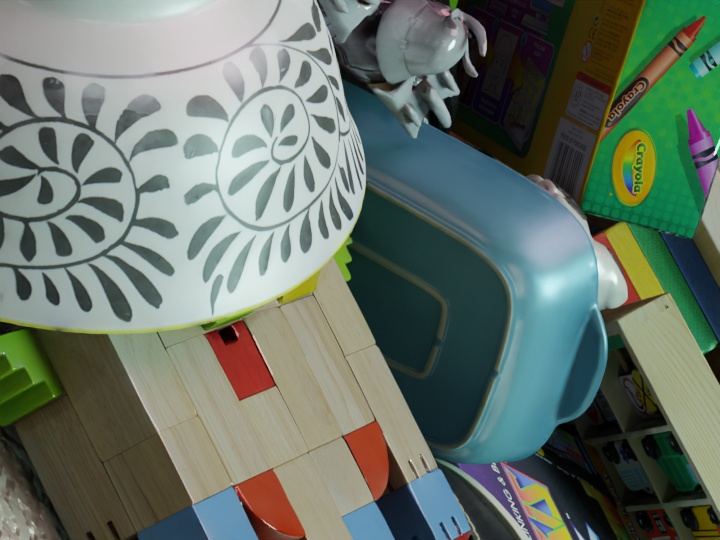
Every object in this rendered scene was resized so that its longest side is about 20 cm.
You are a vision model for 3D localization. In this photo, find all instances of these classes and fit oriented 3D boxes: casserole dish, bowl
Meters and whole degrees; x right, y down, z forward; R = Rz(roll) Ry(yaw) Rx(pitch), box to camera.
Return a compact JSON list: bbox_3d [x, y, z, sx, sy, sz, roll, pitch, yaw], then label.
[{"bbox_3d":[0.000,0.000,1.068,0.200,0.121,0.039,30,31,24],"label":"casserole dish"},{"bbox_3d":[-0.088,-0.079,0.912,0.201,0.094,0.201,9,39,-7],"label":"bowl"}]

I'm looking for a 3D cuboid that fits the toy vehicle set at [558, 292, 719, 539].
[{"bbox_3d":[0.124,0.078,1.236,0.124,0.027,0.200,62,-13,0],"label":"toy vehicle set"}]

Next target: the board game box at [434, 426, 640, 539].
[{"bbox_3d":[0.074,0.139,1.139,0.165,0.057,0.200,32,27,-51],"label":"board game box"}]

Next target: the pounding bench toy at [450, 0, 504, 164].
[{"bbox_3d":[0.095,-0.117,1.439,0.156,0.200,0.124,58,19,15],"label":"pounding bench toy"}]

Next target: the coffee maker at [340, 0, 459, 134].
[{"bbox_3d":[-0.024,-0.108,1.254,0.135,0.192,0.200,15,19,-5],"label":"coffee maker"}]

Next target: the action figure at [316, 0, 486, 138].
[{"bbox_3d":[-0.026,-0.119,1.032,0.200,0.069,0.130,32,-24,36],"label":"action figure"}]

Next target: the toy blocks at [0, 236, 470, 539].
[{"bbox_3d":[-0.039,0.065,0.958,0.200,0.100,0.137,-19,81,-60],"label":"toy blocks"}]

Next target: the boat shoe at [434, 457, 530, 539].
[{"bbox_3d":[0.036,0.141,1.014,0.068,0.072,0.200,39,24,-48],"label":"boat shoe"}]

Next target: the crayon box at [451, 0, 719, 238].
[{"bbox_3d":[0.100,-0.098,1.232,0.058,0.119,0.200,14,10,-21],"label":"crayon box"}]

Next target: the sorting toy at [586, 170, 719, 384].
[{"bbox_3d":[0.148,0.058,1.317,0.199,0.070,0.200,62,-13,0],"label":"sorting toy"}]

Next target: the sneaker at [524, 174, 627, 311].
[{"bbox_3d":[0.044,0.006,1.203,0.081,0.083,0.200,57,-10,0],"label":"sneaker"}]
